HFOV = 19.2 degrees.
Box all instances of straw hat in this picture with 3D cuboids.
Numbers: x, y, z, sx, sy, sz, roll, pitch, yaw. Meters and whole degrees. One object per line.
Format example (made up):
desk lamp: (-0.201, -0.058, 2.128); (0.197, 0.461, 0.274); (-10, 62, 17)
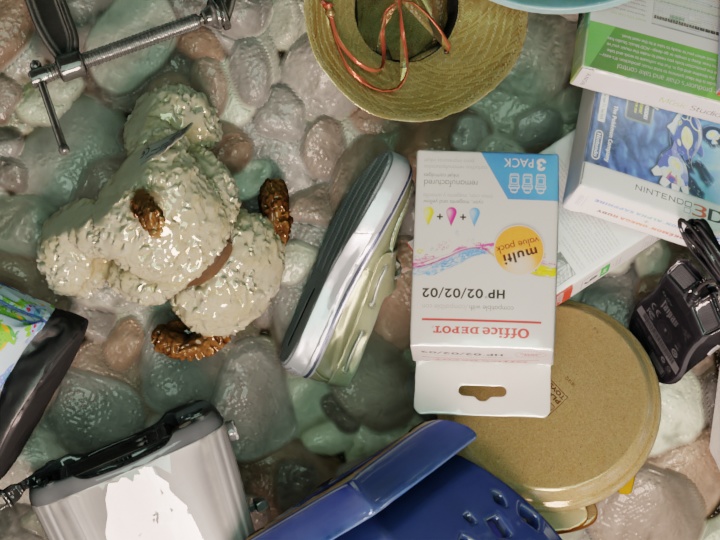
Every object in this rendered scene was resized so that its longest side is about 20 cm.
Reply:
straw hat: (0.029, -0.207, 1.720); (0.200, 0.085, 0.202); (3, 81, -20)

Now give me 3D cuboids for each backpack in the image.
backpack: (-0.342, 0.060, 1.670); (0.199, 0.154, 0.164); (33, 95, 5)

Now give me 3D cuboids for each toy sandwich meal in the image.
toy sandwich meal: (0.155, 0.122, 1.761); (0.204, 0.070, 0.206); (-1, 66, 3)

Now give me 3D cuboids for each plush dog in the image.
plush dog: (-0.132, -0.023, 1.693); (0.172, 0.160, 0.200); (38, 87, -31)

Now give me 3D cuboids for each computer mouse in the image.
computer mouse: (0.286, 0.050, 1.710); (0.046, 0.200, 0.141); (-23, 66, -21)

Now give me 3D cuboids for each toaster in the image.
toaster: (-0.176, 0.198, 1.702); (0.199, 0.114, 0.130); (-23, 98, -7)

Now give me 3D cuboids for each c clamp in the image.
c clamp: (-0.183, -0.204, 1.709); (0.199, 0.027, 0.172); (-26, 75, -7)

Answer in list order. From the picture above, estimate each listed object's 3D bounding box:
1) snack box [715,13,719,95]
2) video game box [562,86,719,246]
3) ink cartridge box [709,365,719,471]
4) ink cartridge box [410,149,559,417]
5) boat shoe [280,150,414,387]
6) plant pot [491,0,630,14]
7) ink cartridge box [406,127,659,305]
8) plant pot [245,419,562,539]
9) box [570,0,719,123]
snack box: (0.363, -0.226, 1.711); (0.141, 0.053, 0.201); (10, 70, -9)
video game box: (0.269, -0.116, 1.737); (0.181, 0.047, 0.201); (18, 62, -10)
ink cartridge box: (0.400, 0.105, 1.766); (0.199, 0.084, 0.146); (-1, 115, -8)
ink cartridge box: (0.098, 0.011, 1.684); (0.114, 0.068, 0.201); (1, 78, 4)
boat shoe: (0.000, 0.000, 1.744); (0.062, 0.072, 0.201); (23, 100, -18)
plant pot: (0.156, -0.338, 1.661); (0.199, 0.201, 0.197); (7, 57, -8)
ink cartridge box: (0.149, -0.030, 1.752); (0.199, 0.050, 0.109); (-33, 78, -4)
plant pot: (0.025, 0.240, 1.663); (0.200, 0.200, 0.180); (-34, 88, 36)
box: (0.252, -0.224, 1.735); (0.143, 0.036, 0.201); (14, 63, -8)
